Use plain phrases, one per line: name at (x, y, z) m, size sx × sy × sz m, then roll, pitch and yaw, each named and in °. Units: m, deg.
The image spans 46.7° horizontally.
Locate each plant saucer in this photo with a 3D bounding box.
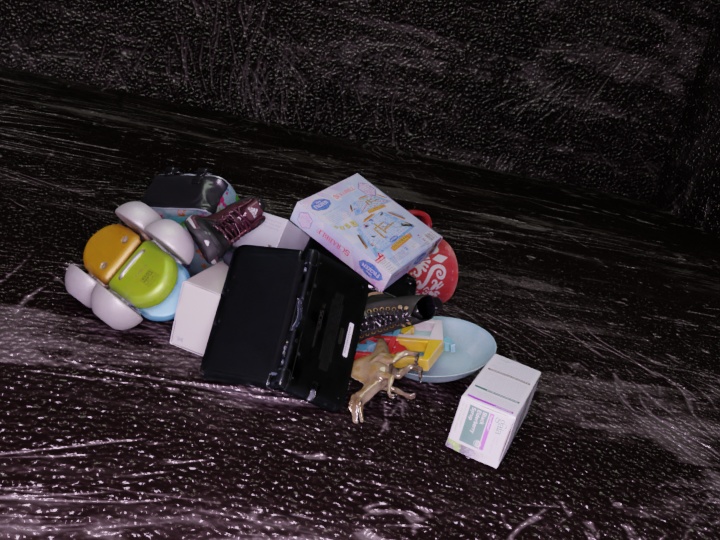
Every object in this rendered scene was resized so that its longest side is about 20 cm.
plant saucer at (0.117, 0.134, 1.334) m, size 0.199 × 0.039 × 0.201 m, roll -1°, pitch 23°, yaw 0°

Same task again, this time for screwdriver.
screwdriver at (-0.128, 0.026, 1.221) m, size 0.199 × 0.028 × 0.029 m, roll 33°, pitch -7°, yaw 28°

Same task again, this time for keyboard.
keyboard at (0.000, 0.000, 1.390) m, size 0.199 × 0.040 × 0.104 m, roll 26°, pitch 38°, yaw -2°

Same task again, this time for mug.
mug at (0.065, -0.015, 1.608) m, size 0.199 × 0.179 × 0.133 m, roll -4°, pitch -17°, yaw -35°

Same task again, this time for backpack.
backpack at (-0.271, -0.064, 1.444) m, size 0.176 × 0.152 × 0.200 m, roll 3°, pitch -28°, yaw 28°

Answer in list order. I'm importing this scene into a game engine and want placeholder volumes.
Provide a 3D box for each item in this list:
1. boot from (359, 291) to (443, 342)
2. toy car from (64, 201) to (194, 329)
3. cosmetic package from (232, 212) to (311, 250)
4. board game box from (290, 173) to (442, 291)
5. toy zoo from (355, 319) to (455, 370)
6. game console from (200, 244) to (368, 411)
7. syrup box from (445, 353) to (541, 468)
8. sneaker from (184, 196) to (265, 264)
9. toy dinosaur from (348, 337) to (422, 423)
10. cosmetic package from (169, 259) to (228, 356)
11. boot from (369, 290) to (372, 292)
boot at (0.015, 0.073, 1.238) m, size 0.138 × 0.078 × 0.200 m, roll -5°, pitch 18°, yaw 42°
toy car at (-0.329, 0.008, 1.261) m, size 0.199 × 0.175 × 0.150 m, roll 26°, pitch -17°, yaw 41°
cosmetic package at (-0.137, -0.041, 1.414) m, size 0.101 × 0.075 × 0.200 m, roll 19°, pitch -8°, yaw 20°
board game box at (0.014, -0.071, 1.415) m, size 0.199 × 0.041 × 0.200 m, roll 38°, pitch 34°, yaw 14°
toy zoo at (0.051, 0.111, 1.313) m, size 0.198 × 0.021 × 0.131 m, roll 4°, pitch 25°, yaw 15°
game console at (-0.100, 0.079, 1.162) m, size 0.175 × 0.202 × 0.116 m, roll 29°, pitch -27°, yaw -36°
syrup box at (0.193, 0.194, 1.188) m, size 0.081 × 0.079 × 0.200 m, roll 21°, pitch 19°, yaw 18°
sneaker at (-0.194, -0.073, 1.240) m, size 0.115 × 0.076 × 0.200 m, roll -31°, pitch 12°, yaw -4°
toy dinosaur at (0.036, 0.134, 1.185) m, size 0.100 × 0.059 × 0.200 m, roll 2°, pitch 31°, yaw 13°
cosmetic package at (-0.207, 0.048, 1.278) m, size 0.073 × 0.104 × 0.200 m, roll 20°, pitch 19°, yaw 9°
boot at (0.043, -0.001, 1.473) m, size 0.199 × 0.069 × 0.175 m, roll 35°, pitch 56°, yaw -10°
